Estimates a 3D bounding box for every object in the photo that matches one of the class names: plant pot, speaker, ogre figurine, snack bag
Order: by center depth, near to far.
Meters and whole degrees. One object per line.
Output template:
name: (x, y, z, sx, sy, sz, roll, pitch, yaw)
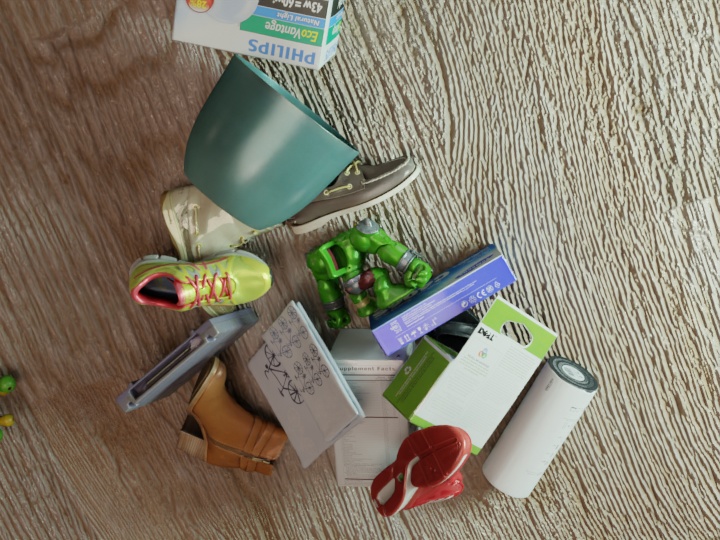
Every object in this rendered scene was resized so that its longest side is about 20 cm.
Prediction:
plant pot: (-0.129, -0.151, 1.520, 0.201, 0.201, 0.161, 39, 97, -5)
ogre figurine: (0.000, 0.000, 1.623, 0.120, 0.098, 0.200, 56, 154, -6)
snack bag: (-0.086, 0.163, 1.666, 0.189, 0.021, 0.200, 59, 142, 13)
speaker: (0.250, 0.222, 1.674, 0.081, 0.081, 0.200, 27, 113, 0)

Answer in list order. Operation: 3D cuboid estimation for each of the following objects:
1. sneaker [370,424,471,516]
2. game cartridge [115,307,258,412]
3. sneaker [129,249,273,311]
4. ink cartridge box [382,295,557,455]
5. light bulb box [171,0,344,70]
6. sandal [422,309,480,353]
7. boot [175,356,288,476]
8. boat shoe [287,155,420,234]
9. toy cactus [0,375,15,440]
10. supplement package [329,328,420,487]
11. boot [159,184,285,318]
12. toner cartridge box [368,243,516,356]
sneaker: (0.107, 0.257, 1.592, 0.200, 0.115, 0.078, -42, 63, 43)
game cartridge: (-0.247, 0.125, 1.703, 0.200, 0.130, 0.038, -39, 85, 21)
sneaker: (-0.217, 0.023, 1.603, 0.200, 0.090, 0.078, -4, 110, 3)
ink cartridge box: (0.149, 0.128, 1.595, 0.148, 0.076, 0.200, 31, 95, -39)
light bulb box: (-0.118, -0.374, 1.494, 0.198, 0.125, 0.200, 12, 111, 6)
sandal: (0.148, 0.103, 1.665, 0.200, 0.048, 0.075, 38, 113, -6)
boot: (-0.177, 0.216, 1.750, 0.155, 0.074, 0.200, 19, 132, -3)
boat shoe: (-0.017, -0.113, 1.604, 0.200, 0.072, 0.060, -22, 108, 23)
toy cactus: (-0.620, 0.210, 1.831, 0.165, 0.102, 0.200, 47, 120, 2)
supplement package: (0.023, 0.193, 1.688, 0.114, 0.110, 0.200, 0, 111, 10)
boot: (-0.175, -0.037, 1.662, 0.155, 0.072, 0.200, -16, 106, 13)
toner cartridge box: (0.107, 0.038, 1.597, 0.200, 0.095, 0.043, -31, 101, 3)
